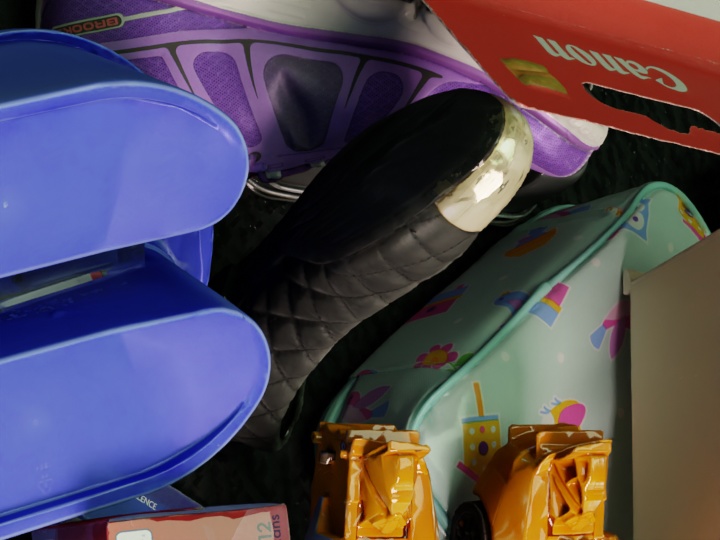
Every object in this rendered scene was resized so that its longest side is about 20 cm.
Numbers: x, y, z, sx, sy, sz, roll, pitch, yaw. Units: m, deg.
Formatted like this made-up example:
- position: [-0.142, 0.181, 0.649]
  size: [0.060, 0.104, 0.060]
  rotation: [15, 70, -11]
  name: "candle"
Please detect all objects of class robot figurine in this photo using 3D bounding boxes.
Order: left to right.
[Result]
- position: [0.029, 0.152, 0.812]
  size: [0.144, 0.058, 0.202]
  rotation: [1, 92, -24]
  name: "robot figurine"

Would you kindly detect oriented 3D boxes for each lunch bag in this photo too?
- position: [0.080, 0.076, 0.931]
  size: [0.200, 0.077, 0.161]
  rotation: [-42, 110, -37]
  name: "lunch bag"

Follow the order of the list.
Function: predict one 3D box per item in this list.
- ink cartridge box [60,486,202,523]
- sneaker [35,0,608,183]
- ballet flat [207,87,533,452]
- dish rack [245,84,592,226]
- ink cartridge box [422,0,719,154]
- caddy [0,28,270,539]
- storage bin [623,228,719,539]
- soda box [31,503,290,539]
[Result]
- position: [-0.078, 0.164, 0.806]
  size: [0.099, 0.039, 0.201]
  rotation: [34, 61, -30]
  name: "ink cartridge box"
- position: [-0.014, -0.062, 0.836]
  size: [0.081, 0.199, 0.084]
  rotation: [-47, 150, -77]
  name: "sneaker"
- position: [0.000, 0.000, 0.800]
  size: [0.057, 0.200, 0.067]
  rotation: [32, 51, -15]
  name: "ballet flat"
- position: [0.021, -0.124, 0.935]
  size: [0.153, 0.054, 0.202]
  rotation: [6, 76, -40]
  name: "dish rack"
- position: [0.068, -0.113, 0.828]
  size: [0.160, 0.200, 0.050]
  rotation: [9, 118, -39]
  name: "ink cartridge box"
- position: [-0.123, 0.004, 0.753]
  size: [0.199, 0.105, 0.143]
  rotation: [-15, 108, -30]
  name: "caddy"
- position: [0.196, 0.096, 0.874]
  size: [0.197, 0.094, 0.201]
  rotation: [13, 64, -26]
  name: "storage bin"
- position: [-0.054, 0.175, 0.751]
  size: [0.063, 0.070, 0.202]
  rotation: [-2, 83, -29]
  name: "soda box"
